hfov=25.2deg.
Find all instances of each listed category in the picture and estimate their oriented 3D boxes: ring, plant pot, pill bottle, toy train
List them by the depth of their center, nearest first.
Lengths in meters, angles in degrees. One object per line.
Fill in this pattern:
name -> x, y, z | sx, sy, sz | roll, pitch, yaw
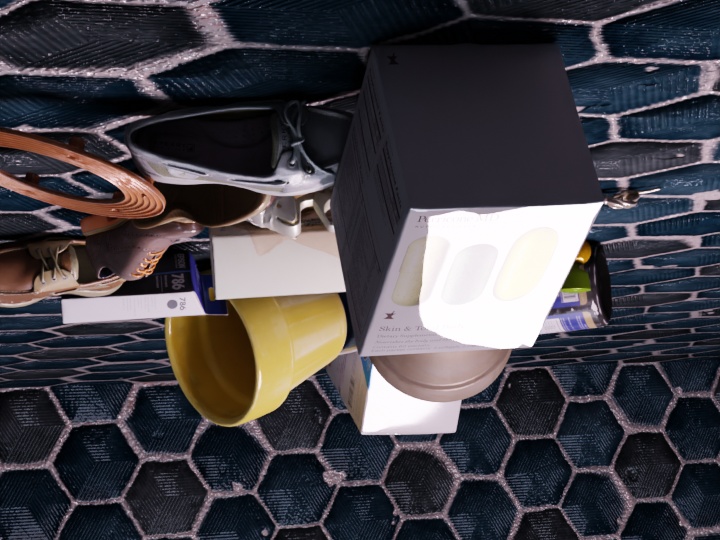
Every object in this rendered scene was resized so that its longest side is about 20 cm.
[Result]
ring -> -0.256, -0.086, 1.335 | 0.198, 0.019, 0.201 | 13, 166, 3
toy train -> 0.240, -0.027, 1.792 | 0.197, 0.117, 0.085 | -5, 171, 8
plant pot -> 0.101, 0.041, 2.001 | 0.197, 0.202, 0.174 | -4, 155, -2
plant pot -> -0.128, 0.083, 2.122 | 0.188, 0.203, 0.200 | -17, -179, -41
pill bottle -> 0.232, 0.031, 2.166 | 0.198, 0.113, 0.112 | -7, 171, 19

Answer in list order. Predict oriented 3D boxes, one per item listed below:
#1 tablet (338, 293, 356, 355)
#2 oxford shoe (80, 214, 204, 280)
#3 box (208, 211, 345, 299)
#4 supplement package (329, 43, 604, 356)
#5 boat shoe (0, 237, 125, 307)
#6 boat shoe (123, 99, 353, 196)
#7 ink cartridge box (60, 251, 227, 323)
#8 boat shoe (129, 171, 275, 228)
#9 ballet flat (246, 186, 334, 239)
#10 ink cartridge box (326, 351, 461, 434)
tablet -> -0.020, 0.061, 2.210 | 0.014, 0.131, 0.199 | 31, 154, -26
oxford shoe -> -0.215, -0.029, 1.646 | 0.071, 0.074, 0.199 | -7, 180, -38
box -> -0.054, -0.032, 1.628 | 0.197, 0.078, 0.095 | -4, -146, -7
supplement package -> 0.074, -0.052, 1.237 | 0.150, 0.152, 0.201 | -3, 147, -14
boat shoe -> -0.344, -0.007, 1.812 | 0.198, 0.077, 0.074 | -8, 170, -38
boat shoe -> -0.091, -0.103, 1.308 | 0.199, 0.075, 0.065 | 2, 176, 1
ink cartridge box -> -0.260, 0.019, 1.934 | 0.197, 0.040, 0.100 | -3, -150, -10
boat shoe -> -0.136, -0.074, 1.492 | 0.071, 0.073, 0.199 | -7, 179, -43
ballet flat -> -0.048, -0.066, 1.553 | 0.198, 0.073, 0.072 | -4, 171, -5
ink cartridge box -> 0.049, 0.118, 2.260 | 0.143, 0.149, 0.200 | 0, -156, -18
